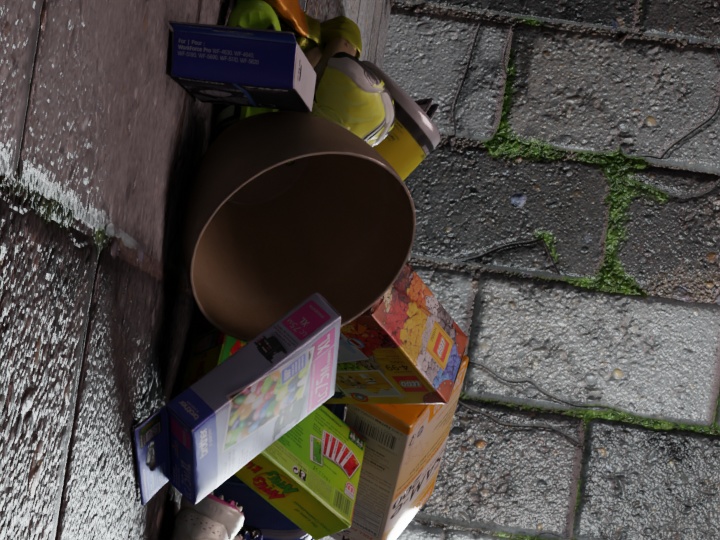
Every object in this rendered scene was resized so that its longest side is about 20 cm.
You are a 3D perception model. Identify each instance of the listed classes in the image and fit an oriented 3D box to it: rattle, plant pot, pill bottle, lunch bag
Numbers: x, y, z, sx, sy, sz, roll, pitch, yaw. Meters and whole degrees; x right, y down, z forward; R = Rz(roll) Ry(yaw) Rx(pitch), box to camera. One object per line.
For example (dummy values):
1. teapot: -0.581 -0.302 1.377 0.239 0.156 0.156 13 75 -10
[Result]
1. rattle: -0.102 -0.187 1.803 0.199 0.142 0.131 -25 -128 48
2. plant pot: -0.068 -0.056 1.622 0.135 0.198 0.202 -120 -154 -45
3. pill bottle: -0.026 -0.097 1.868 0.200 0.114 0.114 -46 174 -1
4. lunch bag: -0.091 0.185 1.927 0.133 0.134 0.201 92 10 -54

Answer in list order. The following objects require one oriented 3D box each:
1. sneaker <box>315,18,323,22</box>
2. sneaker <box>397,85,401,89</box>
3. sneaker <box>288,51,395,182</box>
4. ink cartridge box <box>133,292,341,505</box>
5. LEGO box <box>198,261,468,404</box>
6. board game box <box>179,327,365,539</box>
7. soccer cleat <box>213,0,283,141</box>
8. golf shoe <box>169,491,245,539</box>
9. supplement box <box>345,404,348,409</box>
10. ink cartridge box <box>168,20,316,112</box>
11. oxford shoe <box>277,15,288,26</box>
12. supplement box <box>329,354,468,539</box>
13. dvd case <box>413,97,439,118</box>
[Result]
1. sneaker: -0.046 -0.191 2.087 0.082 0.087 0.202 93 5 -55
2. sneaker: -0.026 -0.117 1.970 0.200 0.080 0.075 -46 -129 19
3. sneaker: -0.024 -0.114 1.709 0.076 0.075 0.201 -46 163 -31
4. ink cartridge box: -0.100 0.116 1.582 0.199 0.042 0.120 -35 152 -26
5. LEGO box: -0.025 0.054 1.766 0.149 0.198 0.078 50 50 -40
6. board game box: -0.081 0.150 1.764 0.200 0.047 0.102 43 39 -30
7. soccer cleat: -0.099 -0.147 1.716 0.081 0.067 0.202 -108 -158 -68
8. golf shoe: -0.152 0.273 1.805 0.200 0.075 0.092 86 28 -63
9. supplement box: -0.041 0.071 2.018 0.061 0.200 0.109 -45 166 -14
10. ink cartridge box: -0.092 -0.158 1.501 0.200 0.098 0.040 41 56 -84
11. oxford shoe: -0.090 -0.164 1.932 0.075 0.070 0.202 29 69 -54
12. supplement box: 0.034 0.176 1.911 0.126 0.073 0.201 -46 156 -44
13. dvd case: -0.004 -0.091 1.993 0.201 0.016 0.148 -58 -159 -13
